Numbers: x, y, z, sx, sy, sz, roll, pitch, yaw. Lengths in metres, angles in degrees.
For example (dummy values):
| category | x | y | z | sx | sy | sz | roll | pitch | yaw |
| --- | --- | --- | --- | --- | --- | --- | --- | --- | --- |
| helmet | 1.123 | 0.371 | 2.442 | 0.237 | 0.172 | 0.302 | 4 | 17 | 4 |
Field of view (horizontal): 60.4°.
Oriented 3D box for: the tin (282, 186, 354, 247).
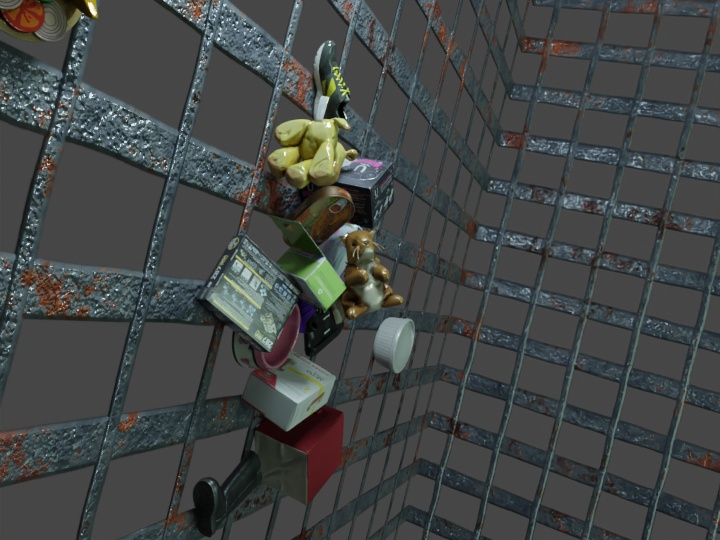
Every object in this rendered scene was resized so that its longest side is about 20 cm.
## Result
| category | x | y | z | sx | sy | sz | roll | pitch | yaw |
| --- | --- | --- | --- | --- | --- | --- | --- | --- | --- |
| tin | -0.100 | -0.120 | 1.429 | 0.111 | 0.199 | 0.042 | 20 | 44 | -43 |

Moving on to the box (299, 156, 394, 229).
| category | x | y | z | sx | sy | sz | roll | pitch | yaw |
| --- | --- | --- | --- | --- | --- | --- | --- | --- | --- |
| box | -0.032 | -0.202 | 1.497 | 0.133 | 0.197 | 0.116 | -53 | 149 | -42 |

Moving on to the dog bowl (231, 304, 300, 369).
| category | x | y | z | sx | sy | sz | roll | pitch | yaw |
| --- | --- | --- | --- | --- | --- | --- | --- | --- | --- |
| dog bowl | -0.211 | 0.138 | 1.440 | 0.200 | 0.073 | 0.204 | -46 | 144 | -49 |

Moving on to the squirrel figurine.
| category | x | y | z | sx | sy | sz | roll | pitch | yaw |
| --- | --- | --- | --- | --- | --- | --- | --- | --- | --- |
| squirrel figurine | 0.000 | 0.000 | 1.467 | 0.200 | 0.139 | 0.191 | -169 | -116 | -78 |

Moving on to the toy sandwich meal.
| category | x | y | z | sx | sy | sz | roll | pitch | yaw |
| --- | --- | --- | --- | --- | --- | --- | --- | --- | --- |
| toy sandwich meal | -0.384 | -0.379 | 0.738 | 0.205 | 0.069 | 0.209 | -46 | 143 | -50 |

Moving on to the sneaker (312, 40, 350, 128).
| category | x | y | z | sx | sy | sz | roll | pitch | yaw |
| --- | --- | --- | --- | --- | --- | --- | --- | --- | --- |
| sneaker | -0.059 | -0.430 | 1.449 | 0.074 | 0.083 | 0.204 | -41 | 139 | -54 |

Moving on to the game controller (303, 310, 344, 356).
| category | x | y | z | sx | sy | sz | roll | pitch | yaw |
| --- | --- | --- | --- | --- | --- | --- | --- | --- | --- |
| game controller | -0.104 | 0.163 | 1.763 | 0.200 | 0.041 | 0.106 | -36 | 121 | -57 |

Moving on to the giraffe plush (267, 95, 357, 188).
| category | x | y | z | sx | sy | sz | roll | pitch | yaw |
| --- | --- | --- | --- | --- | --- | --- | --- | --- | --- |
| giraffe plush | -0.092 | -0.257 | 1.376 | 0.202 | 0.171 | 0.162 | -60 | 161 | -6 |

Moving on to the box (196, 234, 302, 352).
| category | x | y | z | sx | sy | sz | roll | pitch | yaw |
| --- | --- | --- | --- | --- | --- | --- | --- | --- | --- |
| box | -0.226 | 0.051 | 1.297 | 0.200 | 0.048 | 0.163 | 47 | 56 | -37 |

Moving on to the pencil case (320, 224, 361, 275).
| category | x | y | z | sx | sy | sz | roll | pitch | yaw |
| --- | --- | --- | --- | --- | --- | --- | --- | --- | --- |
| pencil case | -0.063 | -0.040 | 1.657 | 0.083 | 0.090 | 0.202 | 51 | 54 | -30 |

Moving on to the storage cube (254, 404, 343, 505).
| category | x | y | z | sx | sy | sz | roll | pitch | yaw |
| --- | --- | --- | --- | --- | --- | --- | --- | --- | --- |
| storage cube | -0.160 | 0.461 | 1.623 | 0.179 | 0.168 | 0.204 | -38 | 138 | -53 |

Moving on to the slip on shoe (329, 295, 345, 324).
| category | x | y | z | sx | sy | sz | roll | pitch | yaw |
| --- | --- | --- | --- | --- | --- | --- | --- | --- | --- |
| slip on shoe | -0.058 | 0.060 | 1.566 | 0.060 | 0.077 | 0.202 | -22 | 139 | -8 |

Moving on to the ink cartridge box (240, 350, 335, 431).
| category | x | y | z | sx | sy | sz | roll | pitch | yaw |
| --- | --- | --- | --- | --- | --- | --- | --- | --- | --- |
| ink cartridge box | -0.171 | 0.287 | 1.513 | 0.199 | 0.143 | 0.085 | -19 | 134 | -64 |

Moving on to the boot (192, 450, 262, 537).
| category | x | y | z | sx | sy | sz | roll | pitch | yaw |
| --- | --- | --- | --- | --- | --- | --- | --- | --- | --- |
| boot | -0.300 | 0.491 | 1.443 | 0.199 | 0.065 | 0.168 | -36 | 143 | -53 |

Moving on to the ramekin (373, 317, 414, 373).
| category | x | y | z | sx | sy | sz | roll | pitch | yaw |
| --- | --- | --- | --- | --- | --- | --- | --- | --- | --- |
| ramekin | 0.120 | 0.265 | 2.259 | 0.202 | 0.093 | 0.206 | -44 | 141 | -51 |

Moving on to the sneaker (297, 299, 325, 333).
| category | x | y | z | sx | sy | sz | roll | pitch | yaw |
| --- | --- | --- | --- | --- | --- | --- | --- | --- | --- |
| sneaker | -0.126 | 0.065 | 1.543 | 0.070 | 0.097 | 0.204 | -79 | 178 | -68 |

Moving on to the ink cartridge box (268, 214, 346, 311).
| category | x | y | z | sx | sy | sz | roll | pitch | yaw |
| --- | --- | --- | --- | --- | --- | --- | --- | --- | --- |
| ink cartridge box | -0.141 | -0.020 | 1.379 | 0.076 | 0.147 | 0.201 | -47 | 125 | -18 |
